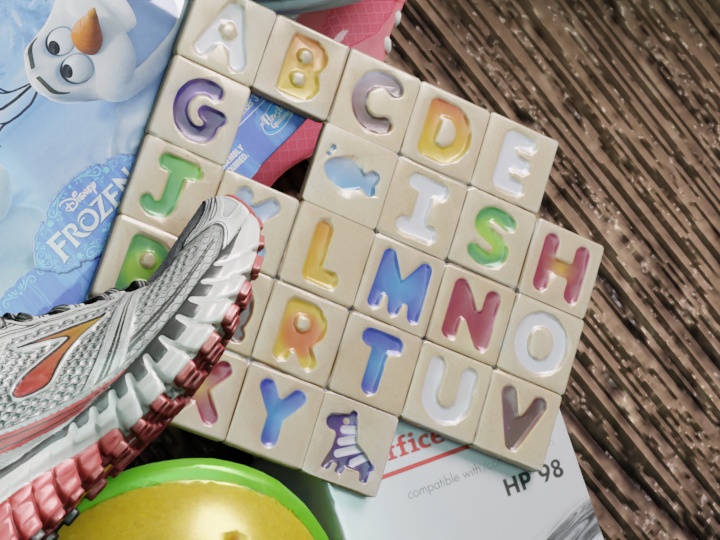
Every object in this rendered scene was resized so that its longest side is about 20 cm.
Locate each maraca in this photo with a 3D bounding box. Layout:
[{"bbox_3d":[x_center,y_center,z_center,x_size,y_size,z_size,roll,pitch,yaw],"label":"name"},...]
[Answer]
[{"bbox_3d":[-0.098,0.153,0.801,0.200,0.107,0.137,-40,116,1],"label":"maraca"}]

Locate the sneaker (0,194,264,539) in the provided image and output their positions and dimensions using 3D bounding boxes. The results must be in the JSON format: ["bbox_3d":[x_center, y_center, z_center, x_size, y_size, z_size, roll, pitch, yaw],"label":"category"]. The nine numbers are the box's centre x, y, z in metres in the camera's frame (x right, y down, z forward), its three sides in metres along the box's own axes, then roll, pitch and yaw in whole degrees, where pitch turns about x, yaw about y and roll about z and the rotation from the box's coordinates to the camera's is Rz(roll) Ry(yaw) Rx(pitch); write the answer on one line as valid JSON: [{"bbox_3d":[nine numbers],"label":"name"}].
[{"bbox_3d":[-0.108,0.036,0.723,0.082,0.078,0.200,43,62,4],"label":"sneaker"}]

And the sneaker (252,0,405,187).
[{"bbox_3d":[-0.019,-0.097,0.918,0.200,0.074,0.087,-44,109,-18],"label":"sneaker"}]

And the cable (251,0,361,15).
[{"bbox_3d":[-0.027,-0.200,0.856,0.200,0.069,0.200,-13,68,14],"label":"cable"}]

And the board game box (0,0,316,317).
[{"bbox_3d":[-0.151,-0.066,0.789,0.199,0.043,0.200,47,67,-10],"label":"board game box"}]

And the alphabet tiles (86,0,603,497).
[{"bbox_3d":[0.000,0.000,0.821,0.200,0.008,0.167,23,74,-20],"label":"alphabet tiles"}]

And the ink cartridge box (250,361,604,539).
[{"bbox_3d":[0.033,0.113,0.861,0.116,0.067,0.200,-18,87,-27],"label":"ink cartridge box"}]
